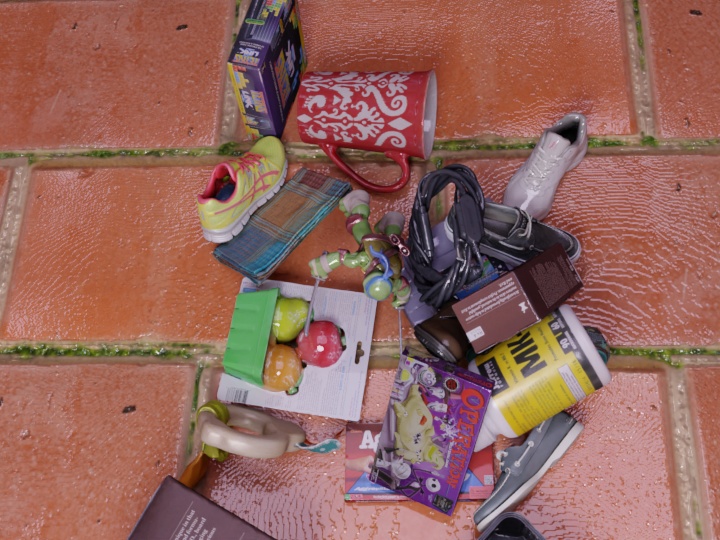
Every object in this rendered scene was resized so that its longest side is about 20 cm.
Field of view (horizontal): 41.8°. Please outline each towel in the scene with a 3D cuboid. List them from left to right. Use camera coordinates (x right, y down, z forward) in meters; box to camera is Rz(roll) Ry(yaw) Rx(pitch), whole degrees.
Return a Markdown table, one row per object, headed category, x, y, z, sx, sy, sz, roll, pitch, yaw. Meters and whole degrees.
| category | x | y | z | sx | sy | sz | roll | pitch | yaw |
| --- | --- | --- | --- | --- | --- | --- | --- | --- | --- |
| towel | -0.117 | -0.072 | 1.383 | 0.200 | 0.022 | 0.146 | -46 | 36 | -15 |

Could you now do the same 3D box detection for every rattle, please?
| category | x | y | z | sx | sy | sz | roll | pitch | yaw |
| --- | --- | --- | --- | --- | --- | --- | --- | --- | --- |
| rattle | -0.130 | 0.257 | 1.248 | 0.197 | 0.130 | 0.145 | 16 | 82 | -21 |

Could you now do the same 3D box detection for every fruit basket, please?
| category | x | y | z | sx | sy | sz | roll | pitch | yaw |
| --- | --- | --- | --- | --- | --- | --- | --- | --- | --- |
| fruit basket | -0.085 | 0.107 | 1.308 | 0.197 | 0.094 | 0.188 | 9 | 66 | -2 |

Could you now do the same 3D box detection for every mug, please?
| category | x | y | z | sx | sy | sz | roll | pitch | yaw |
| --- | --- | --- | --- | --- | --- | --- | --- | --- | --- |
| mug | 0.007 | -0.224 | 1.425 | 0.197 | 0.134 | 0.180 | 6 | 63 | 11 |

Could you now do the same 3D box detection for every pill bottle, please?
| category | x | y | z | sx | sy | sz | roll | pitch | yaw |
| --- | --- | --- | --- | --- | --- | --- | --- | --- | --- |
| pill bottle | 0.208 | 0.141 | 1.202 | 0.199 | 0.114 | 0.115 | -32 | 65 | 9 |

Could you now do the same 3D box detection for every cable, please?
| category | x | y | z | sx | sy | sz | roll | pitch | yaw |
| --- | --- | --- | --- | --- | --- | --- | --- | --- | --- |
| cable | 0.115 | -0.050 | 1.292 | 0.050 | 0.164 | 0.202 | 7 | 53 | -24 |

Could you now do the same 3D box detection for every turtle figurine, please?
| category | x | y | z | sx | sy | sz | roll | pitch | yaw |
| --- | --- | --- | --- | --- | --- | --- | --- | --- | --- |
| turtle figurine | 0.000 | 0.000 | 1.293 | 0.141 | 0.202 | 0.195 | 3 | 42 | 1 |

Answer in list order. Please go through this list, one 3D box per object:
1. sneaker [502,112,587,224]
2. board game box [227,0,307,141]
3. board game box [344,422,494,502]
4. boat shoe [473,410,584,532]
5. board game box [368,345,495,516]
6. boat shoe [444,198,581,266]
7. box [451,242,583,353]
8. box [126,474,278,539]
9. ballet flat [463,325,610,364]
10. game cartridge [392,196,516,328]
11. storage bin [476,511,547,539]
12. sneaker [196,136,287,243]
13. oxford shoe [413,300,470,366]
| category | x | y | z | sx | sy | sz | roll | pitch | yaw |
| --- | --- | --- | --- | --- | --- | --- | --- | --- | --- |
| sneaker | 0.269 | -0.157 | 1.384 | 0.077 | 0.100 | 0.201 | 28 | 70 | 17 |
| board game box | -0.137 | -0.316 | 1.440 | 0.056 | 0.201 | 0.167 | 12 | 67 | 9 |
| board game box | 0.078 | 0.254 | 1.253 | 0.197 | 0.020 | 0.104 | -2 | 64 | 4 |
| boat shoe | 0.205 | 0.252 | 1.214 | 0.200 | 0.073 | 0.062 | -41 | 69 | -20 |
| board game box | 0.086 | 0.202 | 1.172 | 0.118 | 0.202 | 0.032 | 18 | 29 | 11 |
| boat shoe | 0.215 | -0.052 | 1.324 | 0.197 | 0.071 | 0.073 | 11 | 61 | 3 |
| box | 0.208 | 0.033 | 1.225 | 0.100 | 0.199 | 0.076 | -31 | 87 | 30 |
| box | -0.177 | 0.381 | 1.133 | 0.198 | 0.166 | 0.165 | 25 | 70 | 16 |
| ballet flat | 0.239 | 0.102 | 1.293 | 0.197 | 0.074 | 0.075 | 4 | 65 | 5 |
| game cartridge | 0.135 | -0.010 | 1.366 | 0.198 | 0.039 | 0.130 | -28 | 61 | -8 |
| storage bin | 0.204 | 0.409 | 1.128 | 0.135 | 0.094 | 0.200 | -41 | 69 | -14 |
| sneaker | -0.176 | -0.138 | 1.407 | 0.077 | 0.091 | 0.201 | 13 | 55 | 28 |
| oxford shoe | 0.119 | 0.073 | 1.227 | 0.073 | 0.200 | 0.084 | 45 | 100 | -1 |
